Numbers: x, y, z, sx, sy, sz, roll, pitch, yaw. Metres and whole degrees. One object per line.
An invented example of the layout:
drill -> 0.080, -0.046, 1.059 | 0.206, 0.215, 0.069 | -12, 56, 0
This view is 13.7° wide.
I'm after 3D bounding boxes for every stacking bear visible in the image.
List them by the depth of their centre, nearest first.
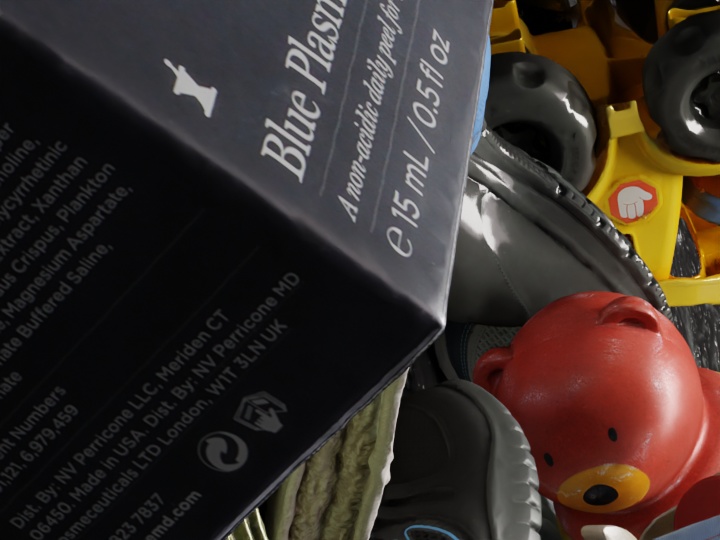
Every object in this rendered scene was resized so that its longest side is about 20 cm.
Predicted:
stacking bear -> 0.119, 0.087, 1.110 | 0.200, 0.121, 0.114 | 50, 36, -36

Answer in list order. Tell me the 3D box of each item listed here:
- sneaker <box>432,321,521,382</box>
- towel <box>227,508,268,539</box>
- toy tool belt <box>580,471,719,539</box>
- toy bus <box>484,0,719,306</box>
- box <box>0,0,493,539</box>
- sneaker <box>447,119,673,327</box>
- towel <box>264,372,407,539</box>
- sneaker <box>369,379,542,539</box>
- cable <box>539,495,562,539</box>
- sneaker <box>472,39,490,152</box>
sneaker -> 0.104, 0.069, 1.212 | 0.200, 0.077, 0.086 | 48, 6, -36
towel -> -0.059, 0.035, 0.830 | 0.200, 0.036, 0.149 | 176, -104, -85
toy tool belt -> 0.115, 0.134, 0.945 | 0.123, 0.124, 0.201 | 37, 36, -44
toy bus -> 0.109, -0.035, 1.259 | 0.136, 0.199, 0.193 | -95, 171, -61
box -> -0.080, -0.067, 0.651 | 0.200, 0.117, 0.197 | 34, 34, -17
sneaker -> 0.035, -0.014, 1.121 | 0.200, 0.091, 0.076 | 40, 1, -22
towel -> 0.000, 0.000, 0.915 | 0.133, 0.034, 0.201 | -88, -171, -57
sneaker -> 0.015, 0.106, 0.958 | 0.201, 0.081, 0.074 | -95, -166, -51
cable -> 0.051, 0.166, 1.149 | 0.200, 0.069, 0.201 | 60, 25, -47
sneaker -> -0.016, -0.109, 1.040 | 0.200, 0.066, 0.079 | 54, -11, 41
